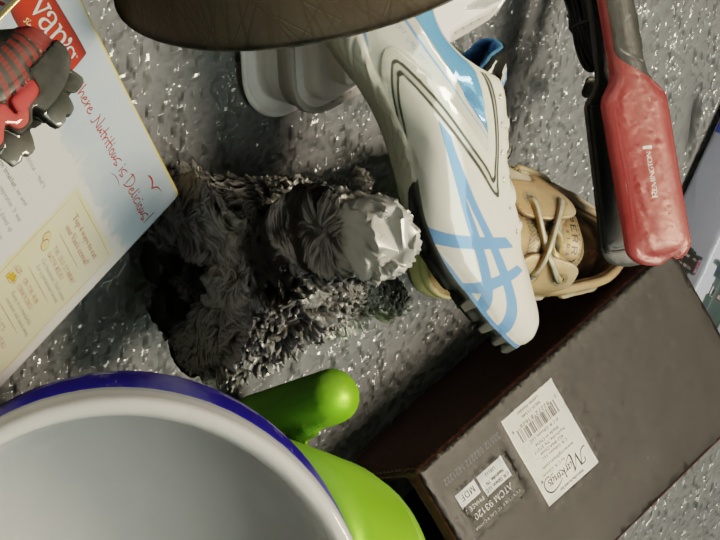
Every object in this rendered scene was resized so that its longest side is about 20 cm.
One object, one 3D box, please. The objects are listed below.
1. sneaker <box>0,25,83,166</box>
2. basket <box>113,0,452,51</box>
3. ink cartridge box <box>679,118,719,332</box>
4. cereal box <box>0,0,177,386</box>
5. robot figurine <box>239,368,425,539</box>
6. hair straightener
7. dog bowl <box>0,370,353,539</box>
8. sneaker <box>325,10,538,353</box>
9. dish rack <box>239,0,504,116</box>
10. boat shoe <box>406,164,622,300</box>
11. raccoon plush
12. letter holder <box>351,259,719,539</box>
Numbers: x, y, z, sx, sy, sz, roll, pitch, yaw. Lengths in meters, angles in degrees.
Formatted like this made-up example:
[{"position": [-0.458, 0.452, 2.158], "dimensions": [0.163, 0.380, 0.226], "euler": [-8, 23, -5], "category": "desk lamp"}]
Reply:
[{"position": [-0.193, -0.049, 0.921], "dimensions": [0.200, 0.071, 0.098], "euler": [-30, 96, -22], "category": "sneaker"}, {"position": [-0.044, -0.202, 0.986], "dimensions": [0.136, 0.180, 0.200], "euler": [-62, 141, -46], "category": "basket"}, {"position": [0.224, -0.022, 1.528], "dimensions": [0.119, 0.042, 0.201], "euler": [23, 90, -55], "category": "ink cartridge box"}, {"position": [-0.167, -0.012, 1.030], "dimensions": [0.200, 0.039, 0.144], "euler": [-49, 142, -22], "category": "cereal box"}, {"position": [-0.035, 0.138, 1.206], "dimensions": [0.200, 0.115, 0.176], "euler": [34, 45, -71], "category": "robot figurine"}, {"position": [0.114, -0.099, 1.292], "dimensions": [0.041, 0.077, 0.201], "euler": [-14, 90, -16], "category": "hair straightener"}, {"position": [-0.096, 0.143, 1.056], "dimensions": [0.079, 0.199, 0.201], "euler": [-124, -124, -83], "category": "dog bowl"}, {"position": [0.043, -0.052, 1.141], "dimensions": [0.072, 0.072, 0.200], "euler": [-25, 116, -3], "category": "sneaker"}, {"position": [0.016, -0.172, 1.166], "dimensions": [0.171, 0.043, 0.201], "euler": [-33, 134, -38], "category": "dish rack"}, {"position": [0.076, -0.021, 1.277], "dimensions": [0.200, 0.064, 0.072], "euler": [2, 90, -67], "category": "boat shoe"}, {"position": [0.000, 0.000, 1.134], "dimensions": [0.134, 0.200, 0.097], "euler": [-9, 102, -37], "category": "raccoon plush"}, {"position": [0.080, 0.088, 1.373], "dimensions": [0.200, 0.142, 0.101], "euler": [-39, 106, -30], "category": "letter holder"}]
